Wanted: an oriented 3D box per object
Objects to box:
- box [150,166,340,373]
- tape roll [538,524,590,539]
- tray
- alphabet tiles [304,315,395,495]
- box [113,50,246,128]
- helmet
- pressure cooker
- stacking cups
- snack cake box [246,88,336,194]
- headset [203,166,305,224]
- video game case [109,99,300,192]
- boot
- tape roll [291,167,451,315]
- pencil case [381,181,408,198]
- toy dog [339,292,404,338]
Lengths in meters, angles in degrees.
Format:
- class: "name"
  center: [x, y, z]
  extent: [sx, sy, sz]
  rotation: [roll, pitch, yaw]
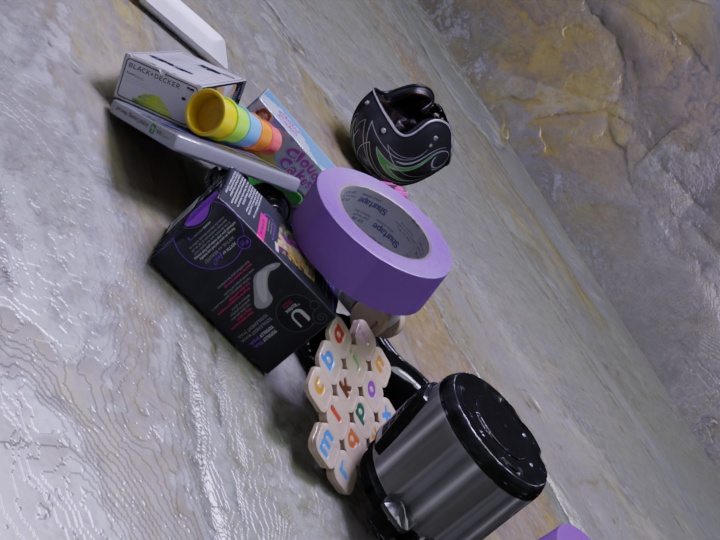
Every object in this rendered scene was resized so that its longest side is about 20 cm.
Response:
- class: "box"
  center: [-0.131, -0.001, 1.227]
  extent: [0.200, 0.122, 0.106]
  rotation: [47, 20, -16]
- class: "tape roll"
  center: [0.322, 0.473, 1.488]
  extent: [0.200, 0.065, 0.201]
  rotation: [44, 20, -21]
- class: "tray"
  center: [-0.300, -0.413, 1.702]
  extent: [0.199, 0.022, 0.108]
  rotation: [38, 24, -34]
- class: "alphabet tiles"
  center: [-0.010, 0.162, 1.238]
  extent: [0.197, 0.014, 0.201]
  rotation: [60, 36, -35]
- class: "box"
  center: [-0.244, -0.253, 1.417]
  extent: [0.115, 0.061, 0.200]
  rotation: [24, 16, 4]
- class: "helmet"
  center: [0.074, -0.265, 2.028]
  extent: [0.200, 0.188, 0.203]
  rotation: [169, -90, -82]
- class: "pressure cooker"
  center: [0.095, 0.241, 1.203]
  extent: [0.175, 0.200, 0.180]
  rotation: [32, 25, -32]
- class: "stacking cups"
  center: [-0.161, -0.187, 1.378]
  extent: [0.061, 0.060, 0.200]
  rotation: [58, 13, 17]
- class: "snack cake box"
  center: [-0.116, -0.152, 1.527]
  extent: [0.200, 0.115, 0.067]
  rotation: [48, 20, -11]
- class: "headset"
  center: [-0.148, -0.104, 1.359]
  extent: [0.122, 0.095, 0.199]
  rotation: [25, 24, 23]
- class: "video game case"
  center: [-0.201, -0.160, 1.329]
  extent: [0.199, 0.022, 0.181]
  rotation: [17, 9, -43]
- class: "boot"
  center: [0.011, 0.140, 1.362]
  extent: [0.211, 0.079, 0.158]
  rotation: [48, 12, 17]
- class: "tape roll"
  center: [0.015, -0.038, 1.270]
  extent: [0.198, 0.066, 0.201]
  rotation: [28, 29, -17]
- class: "pencil case"
  center: [0.034, -0.036, 1.570]
  extent: [0.093, 0.203, 0.090]
  rotation: [-7, 14, -34]
- class: "toy dog"
  center: [0.000, 0.000, 1.349]
  extent: [0.200, 0.096, 0.132]
  rotation: [47, 12, -9]
